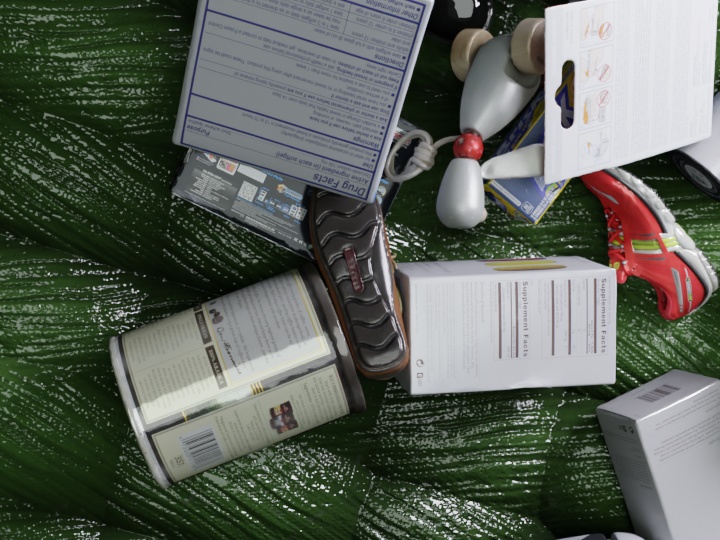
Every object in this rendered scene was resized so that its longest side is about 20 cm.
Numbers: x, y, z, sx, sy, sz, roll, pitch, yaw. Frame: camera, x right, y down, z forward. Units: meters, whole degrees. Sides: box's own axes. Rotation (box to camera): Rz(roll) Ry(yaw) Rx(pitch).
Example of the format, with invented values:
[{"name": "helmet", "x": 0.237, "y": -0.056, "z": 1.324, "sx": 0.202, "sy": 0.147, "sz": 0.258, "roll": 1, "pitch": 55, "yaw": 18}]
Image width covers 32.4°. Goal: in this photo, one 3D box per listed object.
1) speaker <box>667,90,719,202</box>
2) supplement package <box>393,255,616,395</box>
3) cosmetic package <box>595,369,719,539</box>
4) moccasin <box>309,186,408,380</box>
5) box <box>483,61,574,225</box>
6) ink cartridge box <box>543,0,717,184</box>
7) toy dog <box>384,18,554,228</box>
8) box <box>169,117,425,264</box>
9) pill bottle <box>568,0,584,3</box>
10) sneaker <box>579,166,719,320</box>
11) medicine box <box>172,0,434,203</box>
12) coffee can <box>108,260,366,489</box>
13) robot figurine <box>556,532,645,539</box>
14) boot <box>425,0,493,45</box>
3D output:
[{"name": "speaker", "x": 0.396, "y": -0.167, "z": 1.213, "sx": 0.081, "sy": 0.081, "sz": 0.200, "roll": 41, "pitch": 89, "yaw": -11}, {"name": "supplement package", "x": 0.132, "y": 0.049, "z": 1.180, "sx": 0.197, "sy": 0.114, "sz": 0.111, "roll": -2, "pitch": 98, "yaw": -10}, {"name": "cosmetic package", "x": 0.324, "y": 0.215, "z": 1.236, "sx": 0.107, "sy": 0.085, "sz": 0.202, "roll": -21, "pitch": 100, "yaw": -17}, {"name": "moccasin", "x": 0.002, "y": -0.001, "z": 1.124, "sx": 0.073, "sy": 0.078, "sz": 0.203, "roll": -20, "pitch": 79, "yaw": -3}, {"name": "box", "x": 0.196, "y": -0.143, "z": 1.190, "sx": 0.064, "sy": 0.070, "sz": 0.201, "roll": 37, "pitch": 90, "yaw": -10}, {"name": "ink cartridge box", "x": 0.233, "y": -0.178, "z": 1.113, "sx": 0.198, "sy": 0.047, "sz": 0.162, "roll": -17, "pitch": 118, "yaw": -25}, {"name": "toy dog", "x": 0.124, "y": -0.131, "z": 1.128, "sx": 0.096, "sy": 0.132, "sz": 0.201, "roll": 26, "pitch": 96, "yaw": -43}, {"name": "box", "x": -0.059, "y": -0.104, "z": 1.168, "sx": 0.198, "sy": 0.046, "sz": 0.160, "roll": 25, "pitch": 92, "yaw": -11}, {"name": "pill bottle", "x": 0.154, "y": -0.327, "z": 1.096, "sx": 0.199, "sy": 0.112, "sz": 0.113, "roll": 35, "pitch": 90, "yaw": -29}, {"name": "sneaker", "x": 0.269, "y": -0.030, "z": 1.213, "sx": 0.085, "sy": 0.077, "sz": 0.200, "roll": -42, "pitch": 102, "yaw": 4}, {"name": "medicine box", "x": -0.045, "y": -0.184, "z": 1.034, "sx": 0.180, "sy": 0.103, "sz": 0.202, "roll": 17, "pitch": 126, "yaw": -1}, {"name": "coffee can", "x": -0.112, "y": 0.094, "z": 1.131, "sx": 0.198, "sy": 0.146, "sz": 0.148, "roll": -20, "pitch": 99, "yaw": -6}, {"name": "robot figurine", "x": 0.207, "y": 0.323, "z": 1.212, "sx": 0.197, "sy": 0.150, "sz": 0.126, "roll": -10, "pitch": 85, "yaw": 2}, {"name": "boot", "x": 0.042, "y": -0.283, "z": 1.103, "sx": 0.079, "sy": 0.158, "sz": 0.211, "roll": -42, "pitch": 99, "yaw": 10}]
